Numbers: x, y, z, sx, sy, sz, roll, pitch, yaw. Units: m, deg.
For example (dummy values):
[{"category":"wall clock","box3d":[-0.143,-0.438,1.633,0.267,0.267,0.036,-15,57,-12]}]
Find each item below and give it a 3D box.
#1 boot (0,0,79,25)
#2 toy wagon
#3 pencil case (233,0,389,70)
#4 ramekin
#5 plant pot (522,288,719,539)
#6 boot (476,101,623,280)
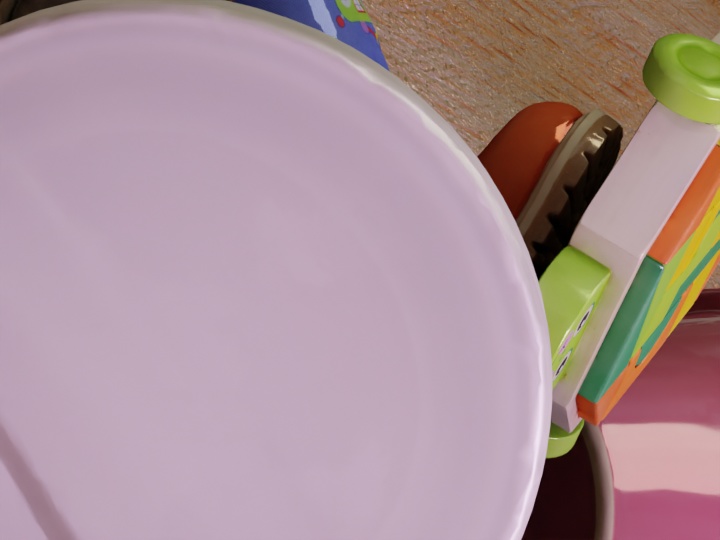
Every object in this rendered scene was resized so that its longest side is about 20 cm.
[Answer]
[{"category":"boot","box3d":[-0.035,0.002,0.773,0.201,0.072,0.182,58,-11,20]},{"category":"toy wagon","box3d":[0.087,-0.008,0.816,0.039,0.156,0.200,31,38,12]},{"category":"pencil case","box3d":[-0.021,-0.079,1.097,0.087,0.078,0.201,-20,84,-63]},{"category":"ramekin","box3d":[-0.048,0.022,0.686,0.203,0.202,0.094,50,13,-5]},{"category":"plant pot","box3d":[0.105,0.099,0.966,0.178,0.200,0.201,11,41,-42]},{"category":"boot","box3d":[0.000,0.000,0.862,0.107,0.200,0.075,45,26,7]}]
